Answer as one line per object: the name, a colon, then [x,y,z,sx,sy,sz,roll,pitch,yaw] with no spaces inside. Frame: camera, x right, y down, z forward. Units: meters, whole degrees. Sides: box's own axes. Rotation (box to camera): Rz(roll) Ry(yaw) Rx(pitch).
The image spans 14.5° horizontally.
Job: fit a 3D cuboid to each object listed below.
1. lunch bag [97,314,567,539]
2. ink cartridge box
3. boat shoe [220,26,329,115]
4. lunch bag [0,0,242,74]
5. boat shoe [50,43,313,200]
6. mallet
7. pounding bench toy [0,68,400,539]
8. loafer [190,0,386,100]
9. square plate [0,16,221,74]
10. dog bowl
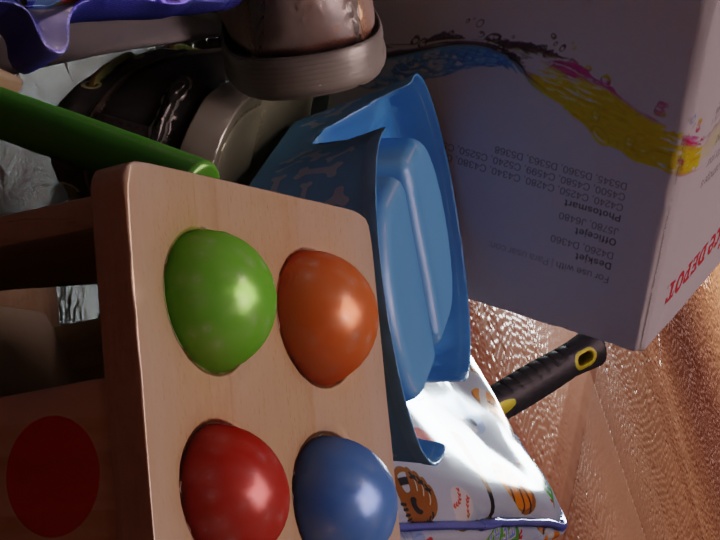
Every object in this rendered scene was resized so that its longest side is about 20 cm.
lunch bag: [-0.009,0.057,1.098,0.161,0.076,0.200,56,19,21]
ink cartridge box: [0.083,-0.099,1.102,0.147,0.146,0.201,-39,143,-61]
boat shoe: [-0.009,-0.157,1.134,0.067,0.073,0.201,64,46,-68]
lunch bag: [-0.107,-0.160,0.856,0.150,0.094,0.201,-4,80,-41]
boat shoe: [-0.059,-0.049,1.005,0.201,0.060,0.072,-23,128,-82]
mallet: [0.038,0.062,1.250,0.200,0.041,0.066,-36,117,-36]
pounding bench toy: [-0.078,0.011,0.841,0.124,0.156,0.201,10,71,-56]
loafer: [-0.032,-0.116,0.982,0.200,0.072,0.063,-121,-159,-66]
square plate: [-0.094,-0.179,1.036,0.198,0.028,0.201,-21,116,-64]
dog bowl: [0.000,0.000,0.972,0.200,0.049,0.112,-66,146,-74]
